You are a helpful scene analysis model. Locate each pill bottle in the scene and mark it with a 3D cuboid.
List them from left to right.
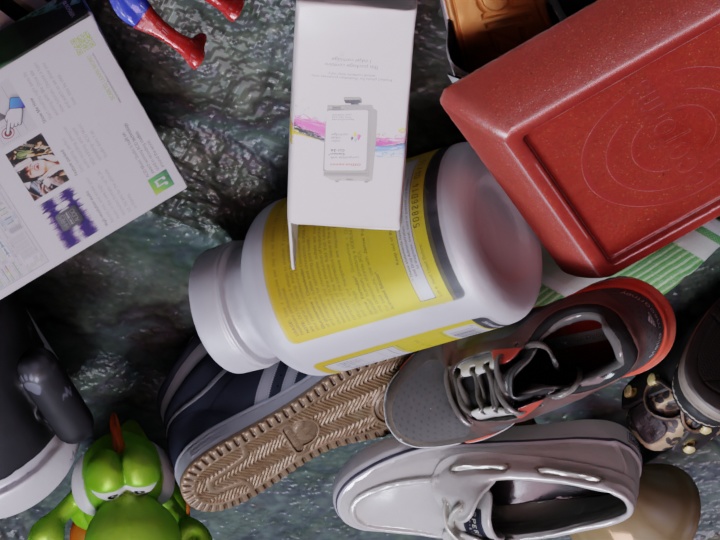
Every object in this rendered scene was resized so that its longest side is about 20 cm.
[{"bbox_3d":[0.000,0.000,1.478,0.200,0.112,0.112,-16,131,28],"label":"pill bottle"}]

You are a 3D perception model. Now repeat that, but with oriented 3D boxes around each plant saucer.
[{"bbox_3d":[0.173,-0.083,1.398,0.200,0.037,0.200,-29,139,10],"label":"plant saucer"}]

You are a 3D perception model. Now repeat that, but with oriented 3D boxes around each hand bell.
[{"bbox_3d":[0.124,0.120,1.597,0.104,0.104,0.200,-30,127,26],"label":"hand bell"}]

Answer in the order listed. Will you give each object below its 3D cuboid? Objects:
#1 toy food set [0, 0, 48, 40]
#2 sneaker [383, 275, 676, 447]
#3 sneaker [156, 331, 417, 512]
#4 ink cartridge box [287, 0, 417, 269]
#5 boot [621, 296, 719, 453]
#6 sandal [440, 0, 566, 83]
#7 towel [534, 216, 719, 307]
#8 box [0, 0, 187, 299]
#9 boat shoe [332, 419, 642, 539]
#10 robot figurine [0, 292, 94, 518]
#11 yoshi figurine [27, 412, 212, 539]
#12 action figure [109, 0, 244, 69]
[{"bbox_3d":[-0.274,-0.116,1.431,0.200,0.060,0.143,-27,138,26],"label":"toy food set"},{"bbox_3d":[0.088,0.058,1.468,0.200,0.082,0.077,-26,91,29],"label":"sneaker"},{"bbox_3d":[-0.039,0.068,1.580,0.200,0.109,0.070,-26,129,-4],"label":"sneaker"},{"bbox_3d":[-0.005,-0.105,1.383,0.067,0.117,0.200,4,134,-1],"label":"ink cartridge box"},{"bbox_3d":[0.217,0.063,1.499,0.073,0.200,0.151,43,133,1],"label":"boot"},{"bbox_3d":[0.080,-0.128,1.390,0.079,0.059,0.207,-14,127,16],"label":"sandal"},{"bbox_3d":[0.116,-0.003,1.541,0.152,0.023,0.200,27,130,-21],"label":"towel"},{"bbox_3d":[-0.215,-0.054,1.409,0.200,0.036,0.144,-32,132,-6],"label":"box"},{"bbox_3d":[0.078,0.143,1.541,0.200,0.066,0.072,-5,127,10],"label":"boat shoe"},{"bbox_3d":[-0.254,0.067,1.552,0.125,0.150,0.200,-30,129,-5],"label":"robot figurine"},{"bbox_3d":[-0.152,0.168,1.602,0.112,0.112,0.200,44,169,8],"label":"yoshi figurine"},{"bbox_3d":[-0.159,-0.190,1.355,0.200,0.052,0.065,33,121,-20],"label":"action figure"}]
